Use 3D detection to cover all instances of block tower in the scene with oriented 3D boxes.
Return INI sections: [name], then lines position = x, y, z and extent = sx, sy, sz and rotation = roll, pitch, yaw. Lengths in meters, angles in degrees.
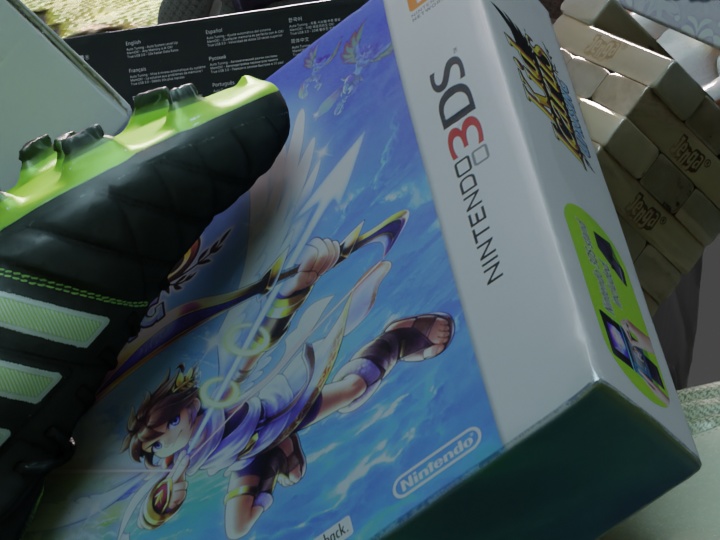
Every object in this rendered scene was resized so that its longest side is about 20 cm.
[block tower]
position = 0.028, 0.020, 0.804
extent = 0.200, 0.054, 0.058
rotation = -53, 37, -5

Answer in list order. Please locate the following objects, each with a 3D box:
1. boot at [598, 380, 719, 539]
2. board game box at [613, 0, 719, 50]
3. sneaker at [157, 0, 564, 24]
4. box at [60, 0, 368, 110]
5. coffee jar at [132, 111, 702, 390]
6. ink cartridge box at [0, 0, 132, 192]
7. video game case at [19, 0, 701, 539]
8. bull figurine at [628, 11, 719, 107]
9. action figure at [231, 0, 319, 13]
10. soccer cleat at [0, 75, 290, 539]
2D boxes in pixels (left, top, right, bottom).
[boot]
position = 0.122, 0.085, 0.736
extent = 0.199, 0.072, 0.155
rotation = -1, 25, 20
[board game box]
position = 0.183, -0.055, 0.860
extent = 0.200, 0.044, 0.199
rotation = 28, 10, 33
[sneaker]
position = 0.021, -0.114, 1.178
extent = 0.199, 0.071, 0.080
rotation = 1, 25, 23
[box]
position = -0.055, -0.065, 1.059
extent = 0.199, 0.044, 0.160
rotation = -6, 3, 20
[coffee jar]
position = 0.000, 0.000, 0.912
extent = 0.199, 0.085, 0.105
rotation = -1, 70, 22
[ink cartridge box]
position = -0.166, -0.005, 0.871
extent = 0.146, 0.083, 0.200
rotation = -51, 12, -19
[video game case]
position = -0.023, 0.031, 0.762
extent = 0.200, 0.045, 0.182
rotation = -36, 37, 19
[bull figurine]
position = 0.094, -0.061, 1.014
extent = 0.121, 0.065, 0.200
rotation = -29, 7, 34
[action figure]
position = 0.043, -0.144, 1.083
extent = 0.199, 0.070, 0.130
rotation = -17, 30, 2
[soccer cleat]
position = -0.093, 0.024, 0.756
extent = 0.200, 0.081, 0.068
rotation = -35, 12, -12
